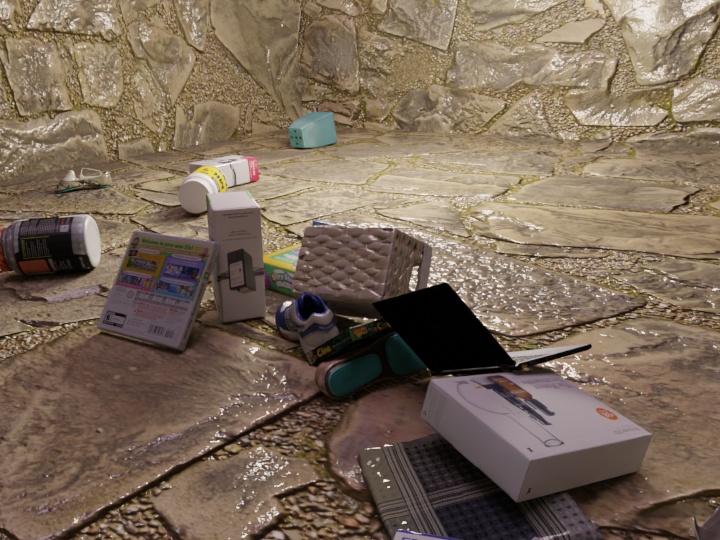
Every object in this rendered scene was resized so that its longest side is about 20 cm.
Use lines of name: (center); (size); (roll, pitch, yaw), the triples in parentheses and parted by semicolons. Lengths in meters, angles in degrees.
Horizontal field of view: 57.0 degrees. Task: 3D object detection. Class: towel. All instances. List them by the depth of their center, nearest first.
towel: (0.108, 0.229, 0.671); (0.190, 0.035, 0.200); (-10, 22, -10)

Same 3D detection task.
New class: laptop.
laptop: (0.151, 0.071, 0.858); (0.197, 0.118, 0.187); (-9, -5, -28)

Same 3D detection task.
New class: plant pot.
plant pot: (-0.231, -0.635, 3.056); (0.140, 0.143, 0.199); (12, 31, 37)

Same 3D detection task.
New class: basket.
basket: (0.000, 0.000, 1.094); (0.198, 0.138, 0.123); (4, -14, 33)

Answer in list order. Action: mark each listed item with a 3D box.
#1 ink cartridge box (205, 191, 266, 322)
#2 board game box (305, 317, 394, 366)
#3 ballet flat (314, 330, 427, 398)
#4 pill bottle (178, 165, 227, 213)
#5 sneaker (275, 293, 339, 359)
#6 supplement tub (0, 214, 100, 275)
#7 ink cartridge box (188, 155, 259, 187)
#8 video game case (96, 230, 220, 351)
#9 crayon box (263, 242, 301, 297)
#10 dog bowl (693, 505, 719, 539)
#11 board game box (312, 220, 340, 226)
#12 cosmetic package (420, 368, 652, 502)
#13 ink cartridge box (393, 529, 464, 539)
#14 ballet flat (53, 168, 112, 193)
ink cartridge box: (-0.225, -0.028, 1.192); (0.083, 0.203, 0.145); (-6, 19, -16)
board game box: (0.023, 0.090, 0.961); (0.199, 0.024, 0.104); (-12, -19, -48)
ballet flat: (0.023, 0.123, 0.931); (0.198, 0.069, 0.067); (-12, 5, -27)
pill bottle: (-0.469, -0.240, 1.975); (0.112, 0.116, 0.200); (-2, 19, 2)
sneaker: (-0.082, 0.071, 1.055); (0.074, 0.089, 0.199); (-14, 21, -25)
supplement tub: (-0.687, -0.055, 1.461); (0.197, 0.124, 0.123); (-5, 19, -7)
ink cartridge box: (-0.477, -0.344, 2.320); (0.144, 0.086, 0.199); (13, 25, 41)
video game case: (-0.342, 0.029, 1.120); (0.198, 0.185, 0.022); (8, -16, 31)
crayon box: (-0.083, -0.002, 1.313); (0.198, 0.059, 0.171); (14, 26, 41)
dog bowl: (0.370, 0.244, 0.527); (0.197, 0.060, 0.200); (-3, 18, 1)
board game box: (-0.029, -0.074, 1.413); (0.149, 0.037, 0.200); (12, 1, -3)
cosmetic package: (0.186, 0.165, 0.706); (0.198, 0.052, 0.150); (2, 22, -36)
ink cartridge box: (0.093, 0.286, 0.479); (0.195, 0.048, 0.200); (2, 18, 19)
ballet flat: (-0.993, -0.326, 2.365); (0.197, 0.076, 0.068); (-10, 21, -19)
